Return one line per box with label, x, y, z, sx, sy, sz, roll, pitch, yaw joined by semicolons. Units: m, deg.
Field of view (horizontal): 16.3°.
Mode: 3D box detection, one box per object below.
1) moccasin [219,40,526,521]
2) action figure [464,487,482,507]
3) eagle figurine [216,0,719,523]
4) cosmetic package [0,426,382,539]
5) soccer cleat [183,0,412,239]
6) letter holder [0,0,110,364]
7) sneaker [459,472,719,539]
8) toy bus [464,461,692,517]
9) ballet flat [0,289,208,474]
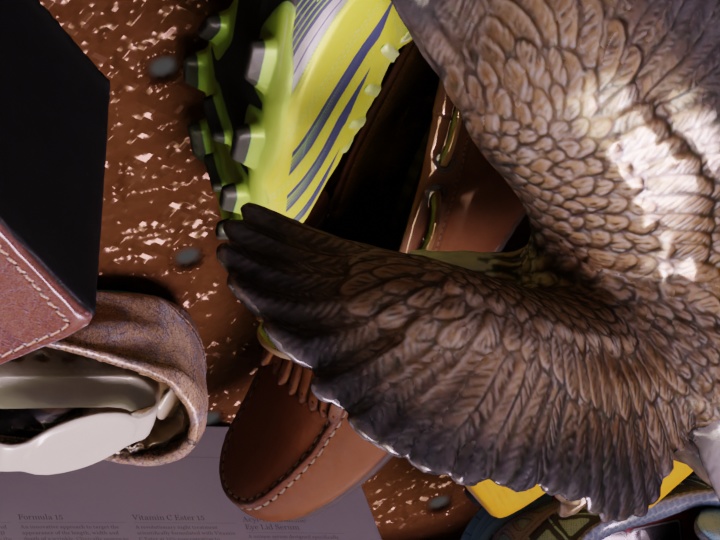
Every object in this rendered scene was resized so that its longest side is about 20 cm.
moccasin;0.001;0.001;0.830;0.077;0.074;0.202;10;129;-33
action figure;0.073;0.160;1.017;0.193;0.105;0.200;-26;137;19
eagle figurine;0.059;0.002;0.731;0.150;0.152;0.200;-23;148;9
cosmetic package;-0.080;0.123;0.868;0.199;0.151;0.052;3;135;-26
soccer cleat;-0.002;-0.081;0.751;0.083;0.065;0.201;-5;136;-23
letter holder;-0.180;-0.054;0.649;0.142;0.101;0.200;-25;130;20
sneaker;0.138;0.101;0.905;0.199;0.096;0.080;-20;102;-7
toy bus;0.114;0.012;0.875;0.200;0.078;0.065;-42;139;-3
ballet flat;-0.138;0.036;0.812;0.199;0.067;0.068;1;134;-24
